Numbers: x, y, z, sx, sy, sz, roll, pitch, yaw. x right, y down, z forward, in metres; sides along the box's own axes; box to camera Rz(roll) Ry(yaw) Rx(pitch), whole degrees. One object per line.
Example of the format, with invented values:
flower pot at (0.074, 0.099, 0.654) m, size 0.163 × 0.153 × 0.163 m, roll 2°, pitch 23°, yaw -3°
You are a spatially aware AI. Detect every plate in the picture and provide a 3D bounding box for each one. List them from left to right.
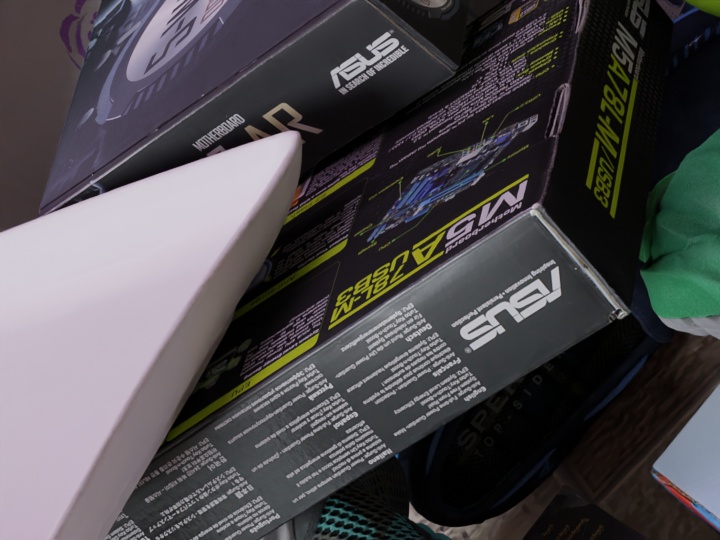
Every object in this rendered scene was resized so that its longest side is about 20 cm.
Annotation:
plate at (-0.118, 0.053, 0.730) m, size 0.200 × 0.032 × 0.200 m, roll -17°, pitch 31°, yaw 38°

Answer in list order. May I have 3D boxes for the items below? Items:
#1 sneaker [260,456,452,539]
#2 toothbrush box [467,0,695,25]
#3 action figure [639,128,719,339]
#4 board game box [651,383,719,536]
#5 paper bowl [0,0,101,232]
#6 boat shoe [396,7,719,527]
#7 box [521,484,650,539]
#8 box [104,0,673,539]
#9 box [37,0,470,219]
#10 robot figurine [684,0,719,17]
sneaker at (0.014, 0.106, 0.713) m, size 0.091 × 0.078 × 0.200 m, roll -15°, pitch 25°, yaw 10°
toothbrush box at (0.102, -0.159, 0.929) m, size 0.085 × 0.146 × 0.200 m, roll -13°, pitch 46°, yaw 52°
action figure at (0.134, -0.007, 0.656) m, size 0.200 × 0.055 × 0.118 m, roll 10°, pitch 65°, yaw 56°
board game box at (0.196, 0.025, 0.644) m, size 0.200 × 0.056 × 0.196 m, roll -50°, pitch 26°, yaw 0°
paper bowl at (-0.170, -0.079, 0.926) m, size 0.104 × 0.201 × 0.201 m, roll 22°, pitch 67°, yaw 17°
boat shoe at (0.086, 0.006, 0.824) m, size 0.200 × 0.084 × 0.069 m, roll -61°, pitch 6°, yaw 7°
box at (0.046, 0.172, 0.694) m, size 0.200 × 0.050 × 0.158 m, roll -52°, pitch 26°, yaw -5°
box at (0.000, 0.000, 0.763) m, size 0.200 × 0.048 × 0.193 m, roll -34°, pitch 20°, yaw 24°
box at (-0.026, -0.110, 0.857) m, size 0.160 × 0.043 × 0.200 m, roll -31°, pitch 35°, yaw 37°
robot figurine at (0.123, -0.153, 0.776) m, size 0.175 × 0.116 × 0.200 m, roll -14°, pitch 37°, yaw 3°
